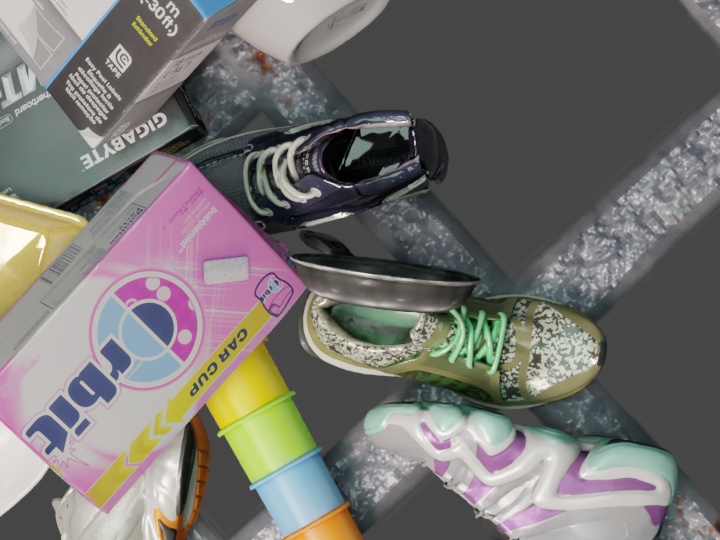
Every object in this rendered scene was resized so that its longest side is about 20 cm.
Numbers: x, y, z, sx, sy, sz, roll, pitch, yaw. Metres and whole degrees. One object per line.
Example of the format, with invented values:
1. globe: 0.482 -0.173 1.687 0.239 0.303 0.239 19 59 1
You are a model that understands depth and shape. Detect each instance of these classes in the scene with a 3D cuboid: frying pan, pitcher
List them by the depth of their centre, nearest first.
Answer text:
1. frying pan: -0.011 0.000 1.240 0.190 0.115 0.031 11 96 46
2. pitcher: -0.064 -0.240 1.277 0.121 0.172 0.200 -31 82 -12

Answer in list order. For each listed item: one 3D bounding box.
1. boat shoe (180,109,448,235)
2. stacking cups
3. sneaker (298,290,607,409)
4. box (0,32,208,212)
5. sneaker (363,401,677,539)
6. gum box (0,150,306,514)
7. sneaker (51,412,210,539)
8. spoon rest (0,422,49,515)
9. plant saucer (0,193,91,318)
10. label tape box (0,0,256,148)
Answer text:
1. boat shoe: -0.046 -0.063 1.302 0.199 0.093 0.075 -15 85 5
2. stacking cups: -0.035 0.140 1.310 0.060 0.061 0.200 -32 87 4
3. sneaker: 0.054 0.044 1.286 0.199 0.089 0.077 6 87 7
4. box: -0.233 -0.129 1.352 0.199 0.050 0.199 -29 83 5
5. sneaker: 0.090 0.161 1.280 0.199 0.078 0.141 11 87 8
6. gum box: -0.136 0.032 1.254 0.200 0.066 0.114 -49 116 -11
7. sneaker: -0.158 0.184 1.317 0.092 0.076 0.201 8 80 14
8. spoon rest: -0.259 0.140 1.298 0.099 0.061 0.201 25 111 -9
9. plant saucer: -0.285 0.023 1.310 0.199 0.048 0.201 16 111 -5
10. label tape box: -0.138 -0.193 1.241 0.144 0.063 0.200 51 128 5
